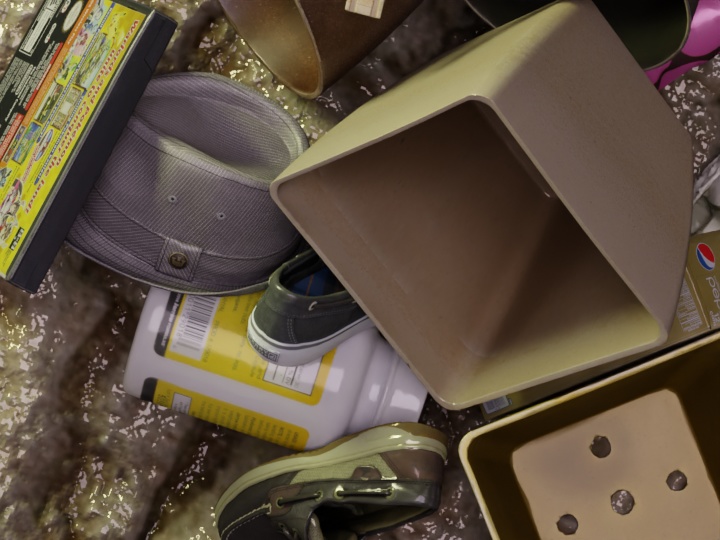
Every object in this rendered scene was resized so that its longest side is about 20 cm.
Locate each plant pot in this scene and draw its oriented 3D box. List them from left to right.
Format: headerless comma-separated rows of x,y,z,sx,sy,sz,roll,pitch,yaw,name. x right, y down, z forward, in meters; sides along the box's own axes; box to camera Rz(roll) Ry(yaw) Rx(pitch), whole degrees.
0.001,-0.247,1.706,0.200,0.187,0.187,-33,90,-14,plant pot
0.102,-0.059,1.620,0.200,0.199,0.177,51,47,-17,plant pot
0.186,0.163,1.694,0.199,0.176,0.201,-22,91,-1,plant pot

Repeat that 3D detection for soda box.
0.164,0.037,1.692,0.200,0.068,0.064,-25,82,39,soda box

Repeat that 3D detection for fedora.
-0.112,-0.072,1.689,0.199,0.177,0.091,23,133,4,fedora

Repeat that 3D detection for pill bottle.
-0.053,0.062,1.723,0.199,0.111,0.112,19,90,-1,pill bottle

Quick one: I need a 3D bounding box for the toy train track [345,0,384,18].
0.056,-0.207,1.579,0.199,0.033,0.115,14,90,3,toy train track

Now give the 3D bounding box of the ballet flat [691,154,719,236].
0.244,-0.021,1.752,0.072,0.072,0.200,41,89,-1,ballet flat

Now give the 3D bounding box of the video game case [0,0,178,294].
-0.210,-0.096,1.693,0.025,0.181,0.201,29,89,-30,video game case

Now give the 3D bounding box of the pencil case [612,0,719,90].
0.263,-0.189,1.742,0.199,0.094,0.091,-26,53,-1,pencil case

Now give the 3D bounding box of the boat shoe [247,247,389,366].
0.000,0.000,1.683,0.068,0.200,0.057,34,130,19,boat shoe

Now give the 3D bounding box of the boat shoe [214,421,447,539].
-0.024,0.161,1.697,0.200,0.072,0.066,-26,49,35,boat shoe

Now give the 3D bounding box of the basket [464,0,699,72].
0.176,-0.248,1.679,0.180,0.136,0.200,23,51,17,basket
